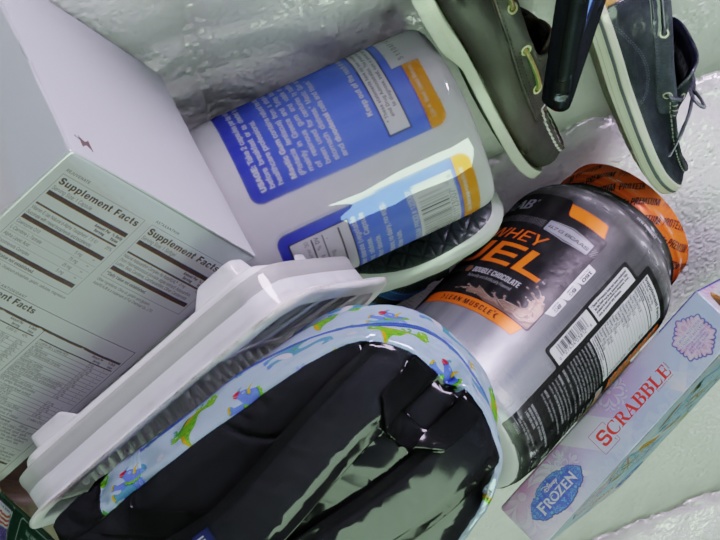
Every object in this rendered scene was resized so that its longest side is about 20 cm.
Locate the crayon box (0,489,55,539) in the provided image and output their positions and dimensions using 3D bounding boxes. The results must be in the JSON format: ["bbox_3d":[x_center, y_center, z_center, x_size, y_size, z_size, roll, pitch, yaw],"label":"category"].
[{"bbox_3d":[-0.270,0.157,1.196,0.199,0.051,0.127,2,152,22],"label":"crayon box"}]

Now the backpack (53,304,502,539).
[{"bbox_3d":[-0.022,0.106,1.071,0.200,0.163,0.154,-44,-175,23],"label":"backpack"}]

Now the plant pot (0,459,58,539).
[{"bbox_3d":[-0.218,0.186,1.329,0.200,0.200,0.175,-6,120,-27],"label":"plant pot"}]

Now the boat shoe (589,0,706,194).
[{"bbox_3d":[0.178,-0.120,1.309,0.062,0.075,0.200,-23,137,3],"label":"boat shoe"}]

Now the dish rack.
[{"bbox_3d":[-0.088,0.055,1.137,0.200,0.044,0.172,-41,171,15],"label":"dish rack"}]

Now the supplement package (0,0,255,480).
[{"bbox_3d":[-0.194,-0.020,1.119,0.200,0.152,0.151,-41,142,15],"label":"supplement package"}]

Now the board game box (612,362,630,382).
[{"bbox_3d":[0.091,0.088,1.519,0.200,0.035,0.136,-30,143,1],"label":"board game box"}]

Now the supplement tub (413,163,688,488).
[{"bbox_3d":[0.112,0.030,1.351,0.200,0.122,0.123,-45,150,-27],"label":"supplement tub"}]

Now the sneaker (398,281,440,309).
[{"bbox_3d":[0.028,0.062,1.435,0.199,0.075,0.089,-16,157,-15],"label":"sneaker"}]

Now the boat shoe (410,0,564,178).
[{"bbox_3d":[0.083,-0.127,1.241,0.060,0.072,0.201,-30,140,7],"label":"boat shoe"}]

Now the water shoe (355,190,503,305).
[{"bbox_3d":[0.000,0.000,1.344,0.200,0.072,0.079,-25,153,9],"label":"water shoe"}]

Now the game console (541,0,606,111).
[{"bbox_3d":[0.130,-0.205,1.104,0.031,0.177,0.200,11,147,7],"label":"game console"}]

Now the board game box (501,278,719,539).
[{"bbox_3d":[0.199,0.086,1.456,0.200,0.041,0.200,-50,167,18],"label":"board game box"}]

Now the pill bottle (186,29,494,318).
[{"bbox_3d":[-0.035,-0.049,1.223,0.200,0.112,0.112,-24,142,-5],"label":"pill bottle"}]
